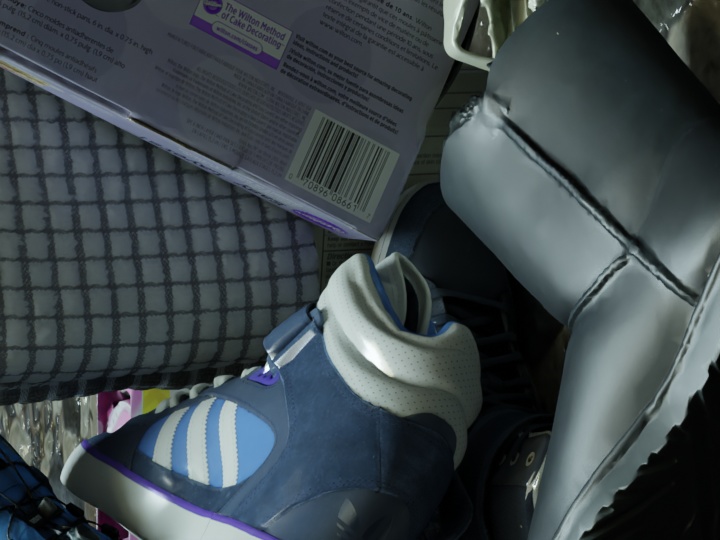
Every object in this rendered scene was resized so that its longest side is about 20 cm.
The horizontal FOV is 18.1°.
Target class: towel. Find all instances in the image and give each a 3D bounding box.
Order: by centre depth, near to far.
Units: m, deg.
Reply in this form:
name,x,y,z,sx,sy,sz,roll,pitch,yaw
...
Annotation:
name,x,y,z,sx,sy,sz,roll,pitch,yaw
towel,-0.115,-0.046,0.961,0.086,0.164,0.202,-38,60,60

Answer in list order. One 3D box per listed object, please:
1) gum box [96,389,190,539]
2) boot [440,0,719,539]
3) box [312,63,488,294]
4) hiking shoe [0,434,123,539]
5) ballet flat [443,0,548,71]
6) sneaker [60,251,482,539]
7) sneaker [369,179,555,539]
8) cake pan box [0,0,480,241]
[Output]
name,x,y,z,sx,sy,sz,roll,pitch,yaw
gum box,-0.077,0.099,1.190,0.066,0.113,0.202,-156,66,-65
boot,0.082,0.016,0.803,0.168,0.076,0.201,48,120,47
box,0.000,0.000,1.022,0.078,0.094,0.202,-148,59,-62
hiking shoe,-0.110,0.116,0.871,0.086,0.074,0.201,-32,95,33
ballet flat,0.064,-0.075,0.897,0.072,0.071,0.202,170,96,-67
sneaker,-0.028,0.058,0.900,0.147,0.080,0.200,-56,30,-12
sneaker,0.063,0.049,0.908,0.146,0.076,0.204,-24,62,57
cake pan box,-0.039,-0.132,0.910,0.186,0.199,0.052,-67,20,-5
